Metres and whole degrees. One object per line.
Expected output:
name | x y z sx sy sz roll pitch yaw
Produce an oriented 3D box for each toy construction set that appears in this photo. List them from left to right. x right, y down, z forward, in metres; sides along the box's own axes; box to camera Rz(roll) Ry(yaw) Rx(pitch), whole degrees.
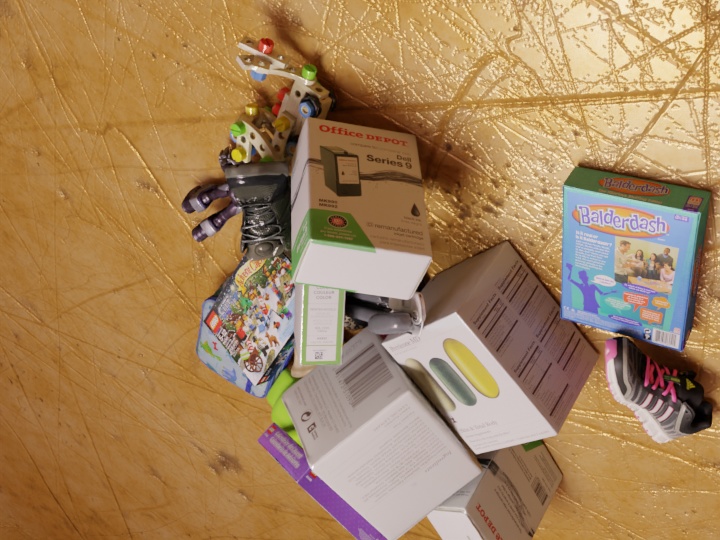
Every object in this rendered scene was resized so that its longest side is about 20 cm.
toy construction set | -0.106 -0.207 1.181 0.131 0.092 0.200 38 146 16

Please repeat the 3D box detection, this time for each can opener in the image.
can opener | 0.015 0.045 1.163 0.200 0.067 0.054 10 102 61

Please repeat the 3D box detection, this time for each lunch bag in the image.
lunch bag | -0.187 0.114 1.540 0.160 0.083 0.200 32 141 6

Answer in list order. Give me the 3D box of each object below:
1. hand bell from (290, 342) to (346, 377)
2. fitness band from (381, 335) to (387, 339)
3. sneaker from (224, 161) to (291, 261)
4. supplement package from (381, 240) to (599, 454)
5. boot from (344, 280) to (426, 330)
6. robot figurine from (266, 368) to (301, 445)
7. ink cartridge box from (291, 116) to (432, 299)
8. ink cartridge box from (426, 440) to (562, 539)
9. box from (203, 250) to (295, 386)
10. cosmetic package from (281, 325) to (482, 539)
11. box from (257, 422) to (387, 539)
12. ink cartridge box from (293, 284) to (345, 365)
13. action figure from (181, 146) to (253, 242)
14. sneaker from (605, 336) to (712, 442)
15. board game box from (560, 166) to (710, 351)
hand bell | -0.097 0.051 1.427 0.104 0.104 0.201 -13 104 44
fitness band | 0.097 0.141 1.351 0.199 0.038 0.144 10 144 32
sneaker | -0.121 -0.075 1.160 0.076 0.115 0.199 -3 174 2
supplement package | 0.167 0.102 1.193 0.200 0.151 0.152 50 140 -11
boot | 0.000 0.002 1.297 0.153 0.073 0.204 -11 117 47
robot figurine | -0.065 0.249 1.515 0.200 0.175 0.116 44 111 25
ink cartridge box | -0.004 -0.076 1.096 0.145 0.201 0.084 8 140 -15
ink cartridge box | 0.192 0.318 1.332 0.083 0.200 0.147 -12 118 44
box | -0.140 0.054 1.374 0.137 0.038 0.200 47 122 19
cosmetic package | 0.028 0.221 1.264 0.200 0.165 0.165 50 -176 -33
box | -0.049 0.310 1.315 0.200 0.039 0.137 51 167 -31
ink cartridge box | -0.053 0.011 1.204 0.059 0.104 0.201 -1 113 -8
action figure | -0.178 -0.110 1.341 0.199 0.069 0.131 -18 107 42
sneaker | 0.364 0.139 1.123 0.087 0.074 0.200 -17 131 36
board game box | 0.307 -0.012 1.062 0.151 0.045 0.201 16 135 27
